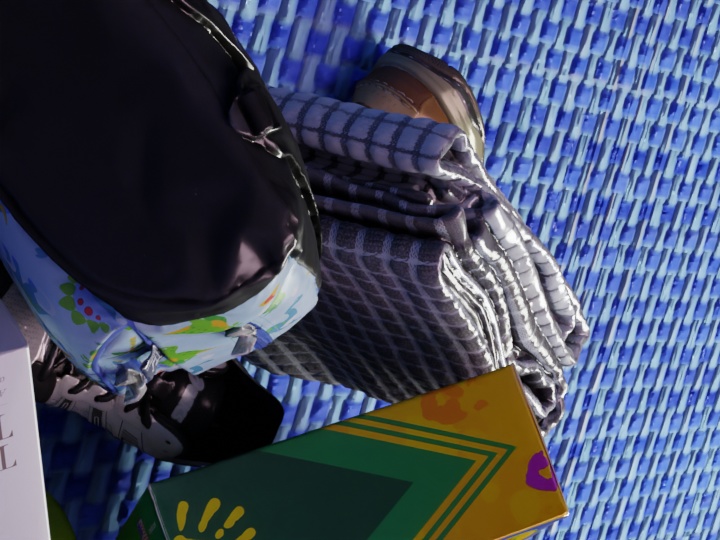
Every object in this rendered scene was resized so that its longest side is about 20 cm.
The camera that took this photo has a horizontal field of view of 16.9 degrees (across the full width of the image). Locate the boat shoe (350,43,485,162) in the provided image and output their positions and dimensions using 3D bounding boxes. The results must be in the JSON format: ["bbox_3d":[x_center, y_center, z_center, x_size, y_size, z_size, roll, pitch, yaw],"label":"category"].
[{"bbox_3d":[0.028,-0.018,1.227,0.074,0.075,0.201,-42,132,-29],"label":"boat shoe"}]

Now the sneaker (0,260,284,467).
[{"bbox_3d":[-0.100,0.035,1.035,0.200,0.087,0.076,27,86,-57],"label":"sneaker"}]

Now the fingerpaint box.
[{"bbox_3d":[-0.020,0.119,1.068,0.166,0.074,0.200,-17,168,-16],"label":"fingerpaint box"}]

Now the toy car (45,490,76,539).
[{"bbox_3d":[-0.131,0.200,0.973,0.164,0.199,0.159,-32,133,-44],"label":"toy car"}]

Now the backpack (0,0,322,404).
[{"bbox_3d":[-0.081,-0.031,0.901,0.153,0.164,0.200,-38,169,11],"label":"backpack"}]

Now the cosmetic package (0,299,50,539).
[{"bbox_3d":[-0.210,0.103,0.860,0.198,0.052,0.152,-16,127,-21],"label":"cosmetic package"}]

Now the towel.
[{"bbox_3d":[0.000,0.000,1.089,0.086,0.164,0.200,-66,151,-17],"label":"towel"}]
